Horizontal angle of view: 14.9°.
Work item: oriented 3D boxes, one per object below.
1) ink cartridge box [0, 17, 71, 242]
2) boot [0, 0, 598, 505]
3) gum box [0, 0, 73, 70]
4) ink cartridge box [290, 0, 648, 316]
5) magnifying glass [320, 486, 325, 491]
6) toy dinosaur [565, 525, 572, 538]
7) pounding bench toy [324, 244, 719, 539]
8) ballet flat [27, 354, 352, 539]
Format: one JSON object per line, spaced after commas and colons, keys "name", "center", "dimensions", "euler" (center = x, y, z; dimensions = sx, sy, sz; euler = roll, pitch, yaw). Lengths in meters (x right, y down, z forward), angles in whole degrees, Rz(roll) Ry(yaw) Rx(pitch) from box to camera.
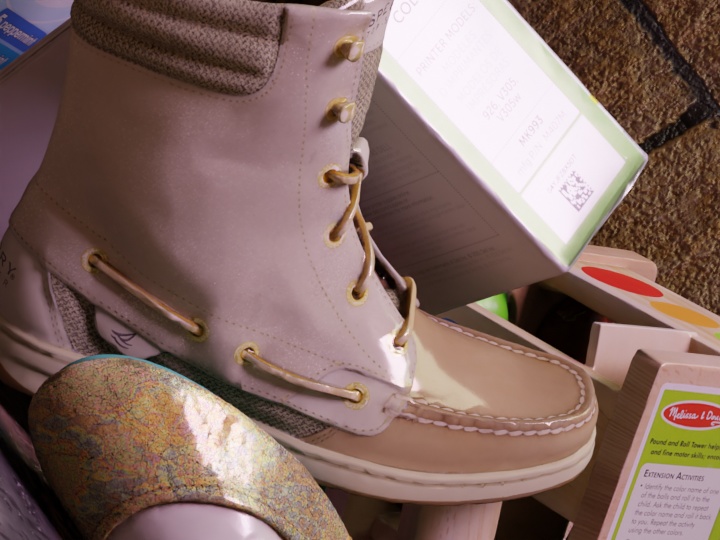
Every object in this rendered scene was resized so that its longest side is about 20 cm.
{"name": "ink cartridge box", "center": [-0.068, -0.014, 1.015], "dimensions": [0.148, 0.086, 0.200], "euler": [54, 8, 2]}
{"name": "boot", "center": [-0.005, -0.018, 0.837], "dimensions": [0.199, 0.155, 0.072], "euler": [14, 25, -9]}
{"name": "gum box", "center": [-0.087, -0.137, 1.034], "dimensions": [0.045, 0.200, 0.170], "euler": [54, 6, 13]}
{"name": "ink cartridge box", "center": [-0.011, -0.077, 0.904], "dimensions": [0.200, 0.059, 0.104], "euler": [45, -29, -15]}
{"name": "magnifying glass", "center": [-0.016, 0.096, 1.199], "dimensions": [0.080, 0.022, 0.200], "euler": [57, 8, 20]}
{"name": "toy dinosaur", "center": [0.060, 0.125, 1.259], "dimensions": [0.135, 0.086, 0.200], "euler": [24, -36, 24]}
{"name": "pounding bench toy", "center": [0.054, 0.062, 0.999], "dimensions": [0.200, 0.125, 0.156], "euler": [7, 17, -41]}
{"name": "ballet flat", "center": [-0.029, 0.104, 0.834], "dimensions": [0.200, 0.071, 0.071], "euler": [51, 7, -36]}
